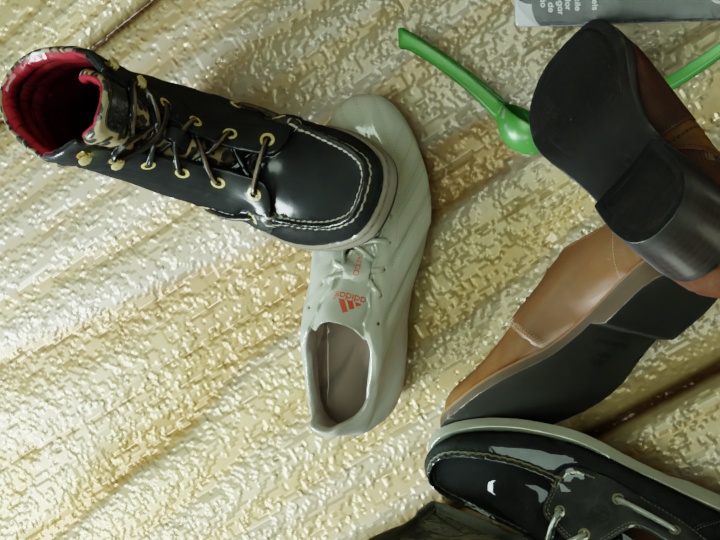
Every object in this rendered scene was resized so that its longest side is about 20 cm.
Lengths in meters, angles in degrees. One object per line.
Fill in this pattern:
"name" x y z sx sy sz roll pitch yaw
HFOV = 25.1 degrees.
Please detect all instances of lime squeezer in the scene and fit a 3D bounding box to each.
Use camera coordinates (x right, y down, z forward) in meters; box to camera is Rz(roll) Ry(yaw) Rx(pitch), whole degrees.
"lime squeezer" 0.117 -0.099 0.890 0.199 0.038 0.071 2 83 23

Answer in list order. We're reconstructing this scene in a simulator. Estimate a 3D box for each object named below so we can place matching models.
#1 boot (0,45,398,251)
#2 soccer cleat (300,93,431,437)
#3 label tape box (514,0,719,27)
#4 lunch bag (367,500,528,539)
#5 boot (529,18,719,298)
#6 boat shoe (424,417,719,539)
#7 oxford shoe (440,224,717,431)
"boot" -0.091 -0.069 0.888 0.200 0.150 0.073 24 96 43
"soccer cleat" 0.000 0.000 0.933 0.069 0.078 0.201 6 103 21
"label tape box" 0.179 -0.201 0.824 0.199 0.063 0.145 2 102 23
"lunch bag" 0.034 0.232 0.890 0.117 0.200 0.165 20 99 18
"boot" 0.186 -0.028 0.806 0.200 0.188 0.069 31 106 -31
"boat shoe" 0.125 0.139 0.900 0.199 0.068 0.072 20 133 13
"oxford shoe" 0.116 0.030 0.908 0.200 0.071 0.071 -41 47 31
